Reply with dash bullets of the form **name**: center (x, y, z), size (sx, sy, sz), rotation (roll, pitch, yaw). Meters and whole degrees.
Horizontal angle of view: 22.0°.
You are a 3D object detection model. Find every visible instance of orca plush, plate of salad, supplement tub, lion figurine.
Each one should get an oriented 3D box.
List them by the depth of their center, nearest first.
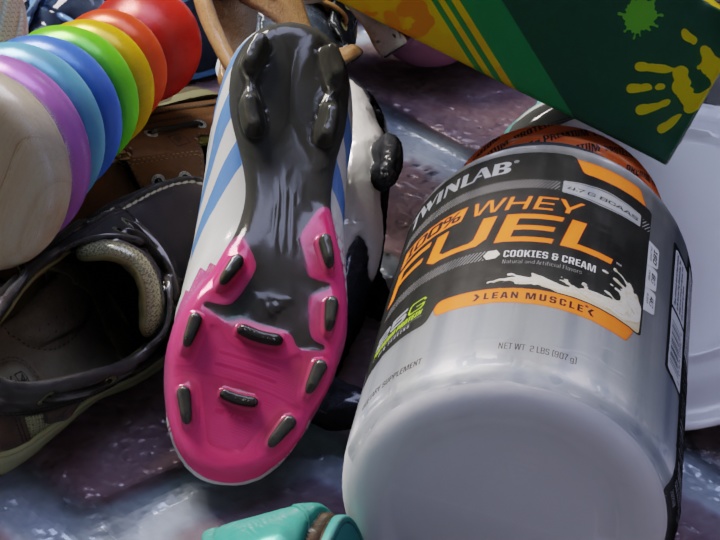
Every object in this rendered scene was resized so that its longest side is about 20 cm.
- **supplement tub**: center (0.067, 0.033, 0.723), size (0.122, 0.123, 0.200), rotation (10, 34, 5)
- **orca plush**: center (0.000, 0.000, 0.836), size (0.071, 0.105, 0.201), rotation (37, 26, -33)
- **plate of salad**: center (0.140, -0.001, 0.866), size (0.199, 0.048, 0.201), rotation (-7, 50, 8)
- **lion figurine**: center (-0.030, -0.157, 0.941), size (0.123, 0.072, 0.200), rotation (56, 39, 0)

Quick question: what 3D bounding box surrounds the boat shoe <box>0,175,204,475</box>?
- **boat shoe**: center (-0.103, 0.015, 0.770), size (0.073, 0.065, 0.200), rotation (48, 42, -7)

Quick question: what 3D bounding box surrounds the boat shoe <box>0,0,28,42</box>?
- **boat shoe**: center (-0.204, -0.048, 0.796), size (0.066, 0.074, 0.201), rotation (0, 58, 25)

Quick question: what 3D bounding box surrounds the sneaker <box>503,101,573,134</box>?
- **sneaker**: center (0.165, -0.040, 0.942), size (0.199, 0.078, 0.091), rotation (9, 37, 12)

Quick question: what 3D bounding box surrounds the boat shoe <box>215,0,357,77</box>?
- **boat shoe**: center (-0.030, -0.148, 1.032), size (0.071, 0.091, 0.200), rotation (23, 20, -11)

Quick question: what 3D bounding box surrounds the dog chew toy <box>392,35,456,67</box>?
- **dog chew toy**: center (0.070, -0.190, 1.140), size (0.124, 0.125, 0.200), rotation (20, 40, 22)

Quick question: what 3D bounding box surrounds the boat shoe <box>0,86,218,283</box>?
- **boat shoe**: center (-0.101, -0.042, 0.882), size (0.068, 0.072, 0.200), rotation (20, 32, 24)

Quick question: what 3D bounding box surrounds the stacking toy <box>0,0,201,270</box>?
- **stacking toy**: center (-0.125, -0.074, 0.806), size (0.085, 0.086, 0.200), rotation (15, 26, 13)

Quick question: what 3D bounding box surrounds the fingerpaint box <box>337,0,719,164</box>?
- **fingerpaint box**: center (0.060, -0.137, 0.836), size (0.166, 0.074, 0.200), rotation (25, 16, -15)

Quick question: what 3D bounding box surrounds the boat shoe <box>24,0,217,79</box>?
- **boat shoe**: center (-0.164, -0.142, 1.047), size (0.199, 0.069, 0.084), rotation (-17, 37, -36)

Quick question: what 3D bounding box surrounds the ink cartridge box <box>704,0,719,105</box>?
- **ink cartridge box**: center (0.211, -0.124, 1.021), size (0.199, 0.145, 0.085), rotation (3, 28, -7)

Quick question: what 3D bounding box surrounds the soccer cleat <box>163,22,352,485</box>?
- **soccer cleat**: center (-0.038, -0.003, 0.774), size (0.069, 0.086, 0.201), rotation (11, 72, -5)

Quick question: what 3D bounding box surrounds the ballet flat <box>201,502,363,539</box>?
- **ballet flat**: center (-0.049, 0.147, 0.587), size (0.070, 0.068, 0.200), rotation (-11, 25, 18)
